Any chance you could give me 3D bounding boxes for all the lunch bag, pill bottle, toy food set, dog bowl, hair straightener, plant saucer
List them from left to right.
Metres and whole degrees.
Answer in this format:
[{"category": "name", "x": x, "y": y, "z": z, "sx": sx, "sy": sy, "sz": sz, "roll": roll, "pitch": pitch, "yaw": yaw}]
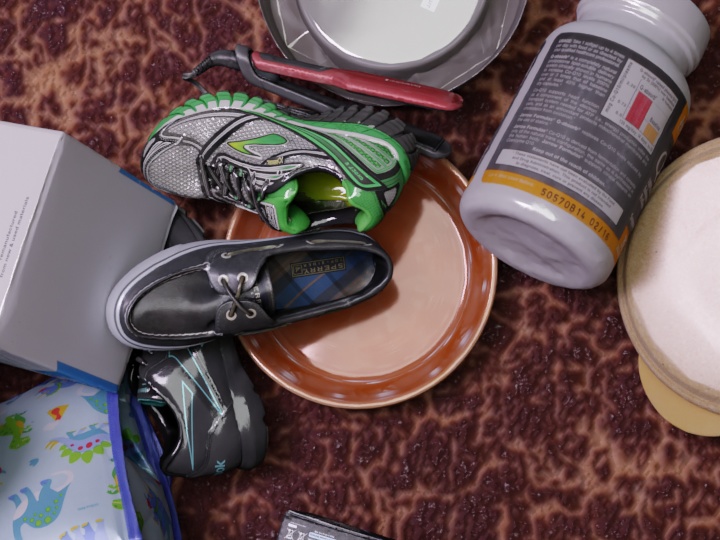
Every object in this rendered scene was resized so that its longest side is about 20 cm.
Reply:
[{"category": "lunch bag", "x": -0.221, "y": 0.165, "z": 1.140, "sx": 0.169, "sy": 0.128, "sz": 0.201, "roll": -23, "pitch": 50, "yaw": 2}, {"category": "hair straightener", "x": -0.031, "y": -0.106, "z": 1.156, "sx": 0.198, "sy": 0.041, "sz": 0.078, "roll": 12, "pitch": 112, "yaw": 5}, {"category": "plant saucer", "x": 0.000, "y": 0.000, "z": 1.187, "sx": 0.198, "sy": 0.032, "sz": 0.202, "roll": -1, "pitch": 80, "yaw": 7}, {"category": "dog bowl", "x": 0.025, "y": -0.211, "z": 1.204, "sx": 0.198, "sy": 0.059, "sz": 0.202, "roll": -1, "pitch": 82, "yaw": 6}, {"category": "pill bottle", "x": 0.159, "y": -0.098, "z": 1.137, "sx": 0.116, "sy": 0.116, "sz": 0.201, "roll": 27, "pitch": 74, "yaw": 9}, {"category": "toy food set", "x": 0.271, "y": 0.006, "z": 1.119, "sx": 0.197, "sy": 0.049, "sz": 0.202, "roll": -17, "pitch": 78, "yaw": 26}]

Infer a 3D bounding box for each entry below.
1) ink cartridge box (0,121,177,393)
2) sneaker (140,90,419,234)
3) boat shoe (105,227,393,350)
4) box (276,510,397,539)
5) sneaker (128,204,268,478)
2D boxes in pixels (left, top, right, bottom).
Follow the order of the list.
[{"category": "ink cartridge box", "x": -0.261, "y": -0.018, "z": 1.130, "sx": 0.199, "sy": 0.147, "sz": 0.146, "roll": 11, "pitch": 80, "yaw": 29}, {"category": "sneaker", "x": -0.065, "y": -0.070, "z": 1.129, "sx": 0.198, "sy": 0.078, "sz": 0.085, "roll": 3, "pitch": 43, "yaw": 23}, {"category": "boat shoe", "x": -0.072, "y": 0.010, "z": 1.113, "sx": 0.198, "sy": 0.057, "sz": 0.069, "roll": -14, "pitch": 101, "yaw": -19}, {"category": "box", "x": 0.025, "y": 0.269, "z": 1.114, "sx": 0.198, "sy": 0.086, "sz": 0.165, "roll": 15, "pitch": 83, "yaw": 8}, {"category": "sneaker", "x": -0.127, "y": 0.049, "z": 1.161, "sx": 0.079, "sy": 0.075, "sz": 0.202, "roll": -14, "pitch": 79, "yaw": -21}]
